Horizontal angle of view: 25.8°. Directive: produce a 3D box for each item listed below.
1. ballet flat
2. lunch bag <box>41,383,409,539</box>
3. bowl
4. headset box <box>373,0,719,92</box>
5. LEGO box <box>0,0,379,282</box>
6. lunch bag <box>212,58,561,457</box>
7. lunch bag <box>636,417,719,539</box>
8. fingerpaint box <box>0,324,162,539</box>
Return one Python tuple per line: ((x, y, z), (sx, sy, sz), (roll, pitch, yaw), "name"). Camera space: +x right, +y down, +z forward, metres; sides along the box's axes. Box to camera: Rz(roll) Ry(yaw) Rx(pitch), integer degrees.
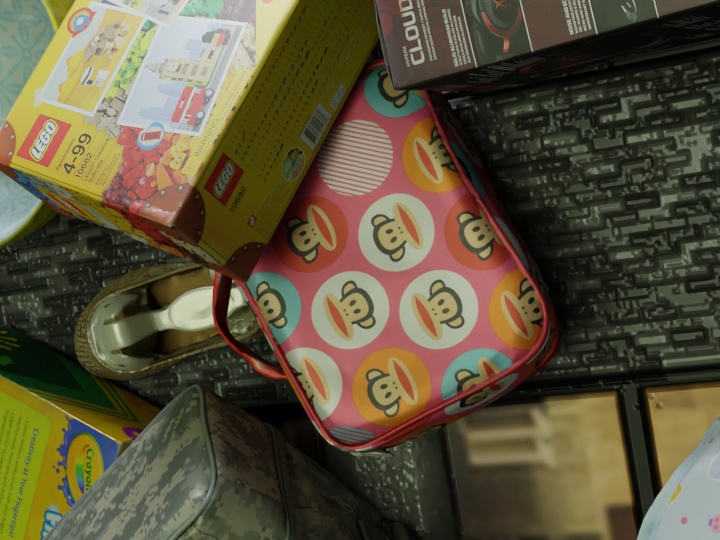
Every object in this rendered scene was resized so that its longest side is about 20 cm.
((-0.122, 0.027, 0.995), (0.200, 0.065, 0.071), (-22, 89, 31), "ballet flat")
((-0.089, 0.194, 0.941), (0.168, 0.139, 0.200), (35, 108, -24), "lunch bag")
((-0.230, -0.113, 1.012), (0.200, 0.108, 0.200), (5, 99, 30), "bowl")
((0.109, -0.143, 0.790), (0.200, 0.149, 0.075), (-12, 91, 31), "headset box")
((-0.088, -0.113, 0.862), (0.149, 0.077, 0.200), (19, 76, 34), "LEGO box")
((0.000, 0.000, 0.887), (0.176, 0.082, 0.200), (-29, 78, 10), "lunch bag")
((0.221, 0.189, 0.767), (0.170, 0.127, 0.200), (29, 118, 50), "lunch bag")
((-0.223, 0.162, 1.069), (0.167, 0.073, 0.200), (24, 109, 26), "fingerpaint box")
